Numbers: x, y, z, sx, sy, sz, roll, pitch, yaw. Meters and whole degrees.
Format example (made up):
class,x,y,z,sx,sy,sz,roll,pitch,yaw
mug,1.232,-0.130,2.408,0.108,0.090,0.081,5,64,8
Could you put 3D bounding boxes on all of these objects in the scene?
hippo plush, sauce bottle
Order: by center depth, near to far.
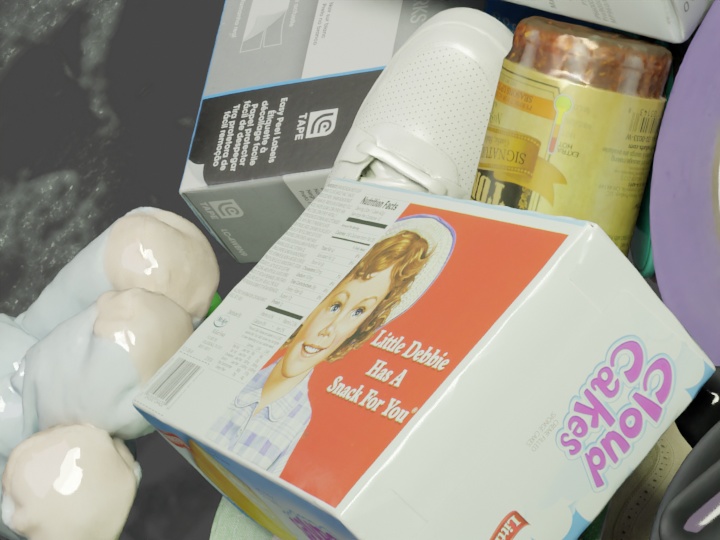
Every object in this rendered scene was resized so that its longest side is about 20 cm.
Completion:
class,x,y,z,sx,sy,sz,roll,pitch,yaw
sauce bottle,0.065,0.007,0.851,0.066,0.066,0.201,21,102,43
hippo plush,-0.157,0.033,0.911,0.200,0.160,0.160,129,163,-69

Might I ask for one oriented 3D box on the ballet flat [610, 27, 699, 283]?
class,x,y,z,sx,sy,sz,roll,pitch,yaw
ballet flat,0.134,-0.083,0.906,0.073,0.073,0.201,-21,54,23

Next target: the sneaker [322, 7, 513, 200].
class,x,y,z,sx,sy,sz,roll,pitch,yaw
sneaker,0.000,0.000,0.870,0.074,0.116,0.200,29,114,9

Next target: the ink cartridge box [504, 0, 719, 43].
class,x,y,z,sx,sy,sz,roll,pitch,yaw
ink cartridge box,0.090,-0.173,0.904,0.200,0.057,0.163,23,59,37

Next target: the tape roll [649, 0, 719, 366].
class,x,y,z,sx,sy,sz,roll,pitch,yaw
tape roll,0.198,-0.034,0.771,0.200,0.085,0.201,-25,57,46

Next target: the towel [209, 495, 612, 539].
class,x,y,z,sx,sy,sz,roll,pitch,yaw
towel,0.006,0.096,0.762,0.200,0.023,0.153,-28,26,34

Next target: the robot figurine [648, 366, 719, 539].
class,x,y,z,sx,sy,sz,roll,pitch,yaw
robot figurine,0.156,0.104,0.669,0.124,0.200,0.151,-5,66,25

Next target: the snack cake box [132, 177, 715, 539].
class,x,y,z,sx,sy,sz,roll,pitch,yaw
snack cake box,0.012,0.038,0.736,0.115,0.067,0.200,-47,21,-11

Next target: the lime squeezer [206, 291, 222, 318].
class,x,y,z,sx,sy,sz,roll,pitch,yaw
lime squeezer,-0.057,0.009,1.006,0.200,0.038,0.071,8,65,40

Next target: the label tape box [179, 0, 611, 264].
class,x,y,z,sx,sy,sz,roll,pitch,yaw
label tape box,0.032,-0.087,0.976,0.199,0.066,0.144,-8,53,28

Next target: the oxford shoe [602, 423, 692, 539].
class,x,y,z,sx,sy,sz,roll,pitch,yaw
oxford shoe,0.087,0.077,0.794,0.071,0.074,0.200,-23,23,45
